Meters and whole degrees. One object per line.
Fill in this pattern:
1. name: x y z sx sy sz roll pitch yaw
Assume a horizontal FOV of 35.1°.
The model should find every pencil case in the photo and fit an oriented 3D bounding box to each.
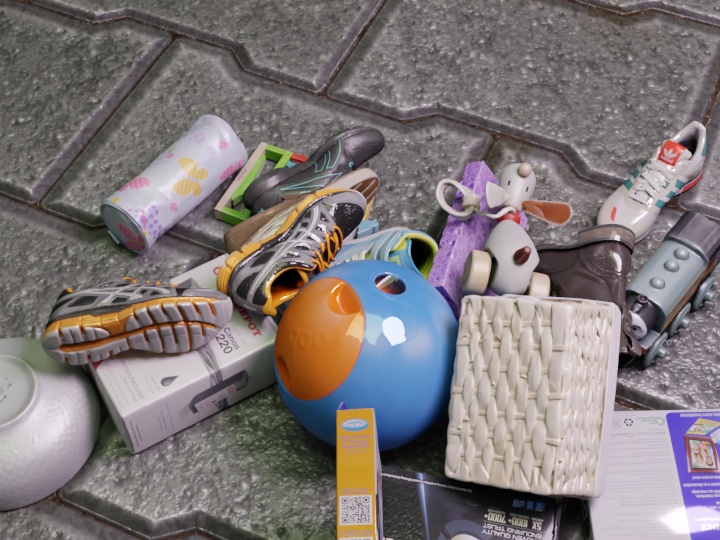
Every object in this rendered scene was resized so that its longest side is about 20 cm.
1. pencil case: -0.234 -0.111 1.429 0.200 0.083 0.091 -47 24 -29

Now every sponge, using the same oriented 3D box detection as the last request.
1. sponge: 0.139 -0.023 1.343 0.030 0.112 0.201 -11 43 38

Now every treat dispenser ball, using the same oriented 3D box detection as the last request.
1. treat dispenser ball: 0.008 0.089 1.199 0.200 0.201 0.202 0 52 1

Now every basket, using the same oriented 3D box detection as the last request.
1. basket: 0.170 0.123 1.132 0.135 0.123 0.201 4 87 31

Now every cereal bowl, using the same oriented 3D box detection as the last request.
1. cereal bowl: -0.387 0.153 1.232 0.199 0.083 0.201 0 53 0

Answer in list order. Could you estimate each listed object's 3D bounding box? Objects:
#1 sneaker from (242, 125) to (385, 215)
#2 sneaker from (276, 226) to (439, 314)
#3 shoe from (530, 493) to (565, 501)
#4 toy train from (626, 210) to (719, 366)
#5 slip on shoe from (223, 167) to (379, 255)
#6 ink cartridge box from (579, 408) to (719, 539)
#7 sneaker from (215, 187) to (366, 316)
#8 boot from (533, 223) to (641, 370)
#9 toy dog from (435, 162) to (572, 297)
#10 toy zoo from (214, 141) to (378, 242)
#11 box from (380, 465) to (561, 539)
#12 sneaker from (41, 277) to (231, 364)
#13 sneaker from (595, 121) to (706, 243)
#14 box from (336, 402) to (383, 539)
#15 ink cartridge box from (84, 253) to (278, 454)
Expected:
1. sneaker: -0.047 -0.108 1.418 0.200 0.075 0.079 -32 72 -14
2. sneaker: 0.000 0.000 1.307 0.199 0.131 0.080 -24 99 -16
3. shoe: 0.185 0.157 1.237 0.070 0.053 0.201 -6 53 -4
4. toy train: 0.346 0.021 1.300 0.085 0.114 0.200 34 60 24
5. slip on shoe: -0.070 -0.068 1.341 0.200 0.076 0.061 -37 65 -8
6. ink cartridge box: 0.327 0.237 1.179 0.197 0.043 0.201 -1 50 0
7. sneaker: -0.063 -0.017 1.264 0.200 0.078 0.077 -40 51 -21
8. boot: 0.228 0.051 1.253 0.069 0.200 0.175 25 57 -25
9. toy dog: 0.170 -0.049 1.255 0.131 0.096 0.201 -1 59 -19
10. toy zoo: -0.068 -0.085 1.448 0.199 0.021 0.131 20 55 15
11. box: 0.085 0.296 1.111 0.199 0.086 0.164 10 54 8
12. sneaker: -0.237 0.041 1.207 0.199 0.078 0.077 -6 46 -4
13. sneaker: 0.364 -0.115 1.417 0.070 0.094 0.200 38 61 26
14. box: 0.000 0.222 1.041 0.041 0.119 0.201 -1 53 4
15. ink cartridge box: -0.199 0.090 1.276 0.199 0.085 0.146 -25 56 -19
